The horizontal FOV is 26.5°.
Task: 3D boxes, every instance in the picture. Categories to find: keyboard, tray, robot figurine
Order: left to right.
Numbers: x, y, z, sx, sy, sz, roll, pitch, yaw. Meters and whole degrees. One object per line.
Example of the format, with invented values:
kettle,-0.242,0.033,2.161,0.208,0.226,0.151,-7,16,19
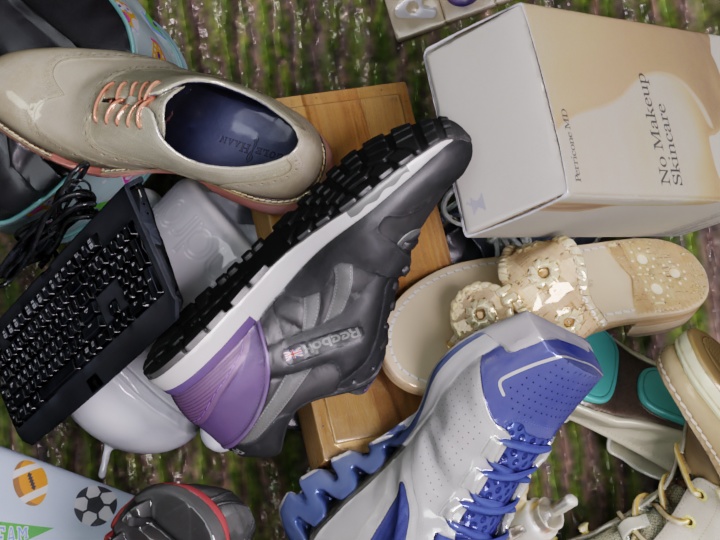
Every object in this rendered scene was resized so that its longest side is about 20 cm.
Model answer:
keyboard,-0.168,0.019,0.825,0.200,0.039,0.105,-38,68,45
robot figurine,-0.107,0.026,0.903,0.200,0.113,0.170,-46,60,3
tray,0.000,0.000,0.838,0.098,0.037,0.202,-10,76,-17

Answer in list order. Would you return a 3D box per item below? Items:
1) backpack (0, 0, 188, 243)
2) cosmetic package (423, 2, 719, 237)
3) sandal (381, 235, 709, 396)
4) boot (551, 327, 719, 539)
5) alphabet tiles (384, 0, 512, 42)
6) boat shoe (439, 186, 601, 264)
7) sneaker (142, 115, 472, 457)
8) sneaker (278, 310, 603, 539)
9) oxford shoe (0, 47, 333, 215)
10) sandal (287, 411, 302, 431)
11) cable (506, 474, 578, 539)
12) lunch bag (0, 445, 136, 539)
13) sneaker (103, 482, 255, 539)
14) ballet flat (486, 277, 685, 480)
backpack,-0.203,-0.116,0.922,0.176,0.153,0.200,-46,65,3
cosmetic package,0.132,-0.075,0.817,0.071,0.199,0.106,-22,78,42
sandal,0.107,0.004,0.809,0.210,0.070,0.078,-11,58,-29
boot,0.156,0.130,0.802,0.153,0.201,0.072,-25,35,17
alphabet tiles,0.072,-0.264,0.957,0.166,0.008,0.202,-19,80,10
boat shoe,0.069,-0.012,0.896,0.199,0.062,0.075,-31,78,7
sneaker,-0.009,0.011,0.769,0.200,0.076,0.088,-41,107,9
sneaker,0.051,0.121,0.753,0.199,0.080,0.116,-43,51,26
oxford shoe,-0.111,-0.086,0.799,0.198,0.074,0.072,12,78,8
sandal,0.010,0.074,0.871,0.198,0.045,0.076,18,81,-14
cable,0.050,0.169,0.846,0.200,0.050,0.098,-32,76,51
lunch bag,-0.177,0.221,0.884,0.168,0.124,0.202,16,78,13
sneaker,-0.117,0.188,0.789,0.071,0.098,0.201,38,106,14
ballet flat,0.139,0.074,0.857,0.199,0.069,0.070,28,89,1
